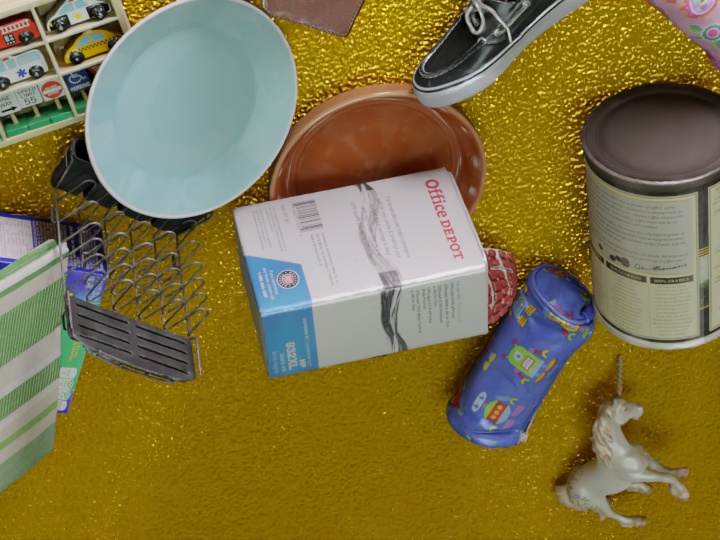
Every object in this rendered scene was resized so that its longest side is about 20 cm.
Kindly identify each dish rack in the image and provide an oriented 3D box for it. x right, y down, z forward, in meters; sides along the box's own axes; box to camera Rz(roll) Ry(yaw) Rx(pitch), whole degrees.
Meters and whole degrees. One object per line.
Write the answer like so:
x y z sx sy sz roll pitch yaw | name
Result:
-0.191 -0.003 1.667 0.153 0.201 0.055 21 134 -37 | dish rack

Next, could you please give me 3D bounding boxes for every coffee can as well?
0.279 -0.048 1.797 0.146 0.147 0.200 -13 131 -5 | coffee can

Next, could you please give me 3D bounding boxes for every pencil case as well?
0.307 -0.230 1.695 0.087 0.088 0.200 -42 126 19 | pencil case
0.159 0.091 1.916 0.087 0.078 0.200 35 124 9 | pencil case

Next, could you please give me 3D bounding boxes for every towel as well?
-0.293 0.087 1.645 0.023 0.153 0.201 14 113 16 | towel

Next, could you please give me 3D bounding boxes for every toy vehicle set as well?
-0.283 -0.168 1.623 0.199 0.027 0.124 -19 131 0 | toy vehicle set

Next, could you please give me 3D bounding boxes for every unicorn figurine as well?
0.272 0.202 2.044 0.137 0.074 0.200 25 125 -19 | unicorn figurine

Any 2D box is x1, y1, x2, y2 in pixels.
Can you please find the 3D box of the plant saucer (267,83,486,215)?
0.014 -0.085 1.770 0.200 0.032 0.201 -7 130 -9 | plant saucer

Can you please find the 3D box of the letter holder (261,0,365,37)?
-0.042 -0.306 1.530 0.142 0.101 0.200 13 124 -22 | letter holder

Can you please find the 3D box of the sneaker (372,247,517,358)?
0.058 0.018 1.846 0.199 0.082 0.078 -14 112 -23 | sneaker

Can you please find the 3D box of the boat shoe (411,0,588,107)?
0.117 -0.219 1.659 0.199 0.074 0.068 -34 133 12 | boat shoe

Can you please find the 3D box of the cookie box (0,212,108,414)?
-0.341 0.034 1.740 0.199 0.075 0.172 7 126 -20 | cookie box

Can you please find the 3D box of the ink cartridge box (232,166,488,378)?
0.000 0.000 1.719 0.199 0.145 0.084 -11 132 -6 | ink cartridge box

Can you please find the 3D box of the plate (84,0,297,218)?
-0.145 -0.140 1.656 0.200 0.026 0.201 -16 123 -26 | plate
